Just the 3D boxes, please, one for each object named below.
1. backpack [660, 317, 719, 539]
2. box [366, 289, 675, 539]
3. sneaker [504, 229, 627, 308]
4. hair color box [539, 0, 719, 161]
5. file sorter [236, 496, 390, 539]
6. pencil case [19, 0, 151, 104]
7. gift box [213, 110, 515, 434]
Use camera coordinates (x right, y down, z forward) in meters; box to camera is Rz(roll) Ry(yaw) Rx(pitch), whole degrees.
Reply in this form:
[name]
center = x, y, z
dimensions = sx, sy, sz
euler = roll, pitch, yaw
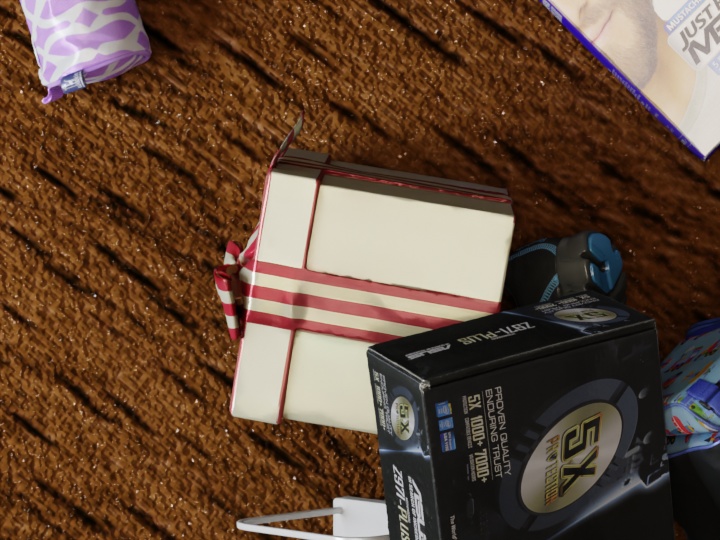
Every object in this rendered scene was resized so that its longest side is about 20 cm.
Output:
[backpack]
center = 0.281, 0.079, 1.554
dimensions = 0.200, 0.183, 0.135
euler = -43, 95, -17
[box]
center = 0.103, 0.132, 1.490
dimensions = 0.164, 0.086, 0.200
euler = -13, 107, -21
[sneaker]
center = 0.151, 0.073, 1.642
dimensions = 0.082, 0.073, 0.200
euler = -8, 94, 33
[hair color box]
center = 0.202, -0.182, 1.626
dimensions = 0.200, 0.065, 0.109
euler = 45, 95, 4
[file sorter]
center = -0.004, 0.260, 1.592
dimensions = 0.139, 0.124, 0.200
euler = 1, 91, 45
[pencil case]
center = -0.213, -0.219, 1.655
dimensions = 0.085, 0.084, 0.200
euler = -19, 88, 28
[gift box]
center = 0.000, 0.000, 1.591
dimensions = 0.187, 0.185, 0.200
euler = 8, 94, 0
